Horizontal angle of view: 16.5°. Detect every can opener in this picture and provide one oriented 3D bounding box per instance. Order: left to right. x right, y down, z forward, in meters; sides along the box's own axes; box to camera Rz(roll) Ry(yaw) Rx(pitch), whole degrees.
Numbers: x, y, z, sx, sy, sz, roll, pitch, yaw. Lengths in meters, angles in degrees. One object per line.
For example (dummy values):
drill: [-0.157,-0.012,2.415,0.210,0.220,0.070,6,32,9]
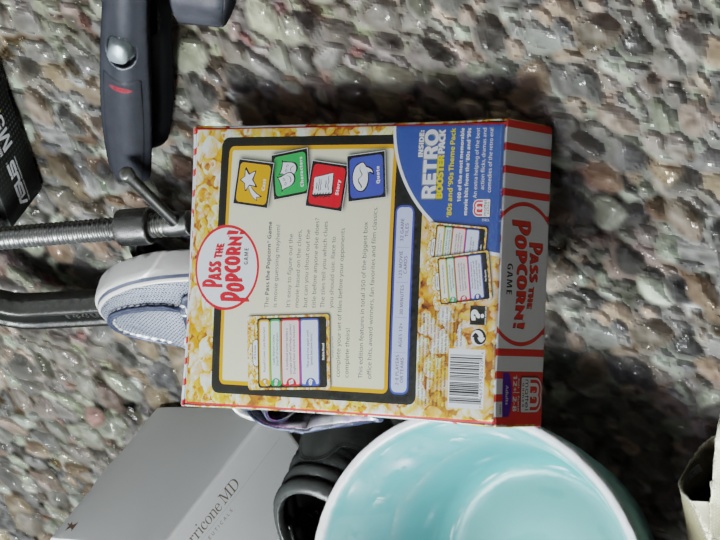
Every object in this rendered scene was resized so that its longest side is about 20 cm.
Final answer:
can opener: [-0.114,-0.113,1.291,0.079,0.063,0.200,27,142,9]

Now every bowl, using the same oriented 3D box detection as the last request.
bowl: [0.085,0.172,1.367,0.201,0.105,0.201,1,93,28]

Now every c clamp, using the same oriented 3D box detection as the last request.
c clamp: [-0.174,-0.011,1.436,0.200,0.027,0.171,-7,150,26]

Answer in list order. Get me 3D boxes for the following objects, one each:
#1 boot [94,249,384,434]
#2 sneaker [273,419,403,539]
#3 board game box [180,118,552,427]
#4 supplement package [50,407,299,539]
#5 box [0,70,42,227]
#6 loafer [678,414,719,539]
boot: [-0.070,0.041,1.376,0.200,0.090,0.073,-4,153,31]
sneaker: [0.005,0.163,1.474,0.071,0.099,0.200,1,133,34]
board game box: [0.000,0.000,1.269,0.200,0.046,0.152,2,89,36]
supplement package: [-0.071,0.196,1.541,0.120,0.121,0.200,-4,130,49]
box: [-0.298,-0.122,1.435,0.200,0.048,0.193,13,141,25]
loafer: [0.201,0.125,1.312,0.068,0.076,0.200,27,133,12]
